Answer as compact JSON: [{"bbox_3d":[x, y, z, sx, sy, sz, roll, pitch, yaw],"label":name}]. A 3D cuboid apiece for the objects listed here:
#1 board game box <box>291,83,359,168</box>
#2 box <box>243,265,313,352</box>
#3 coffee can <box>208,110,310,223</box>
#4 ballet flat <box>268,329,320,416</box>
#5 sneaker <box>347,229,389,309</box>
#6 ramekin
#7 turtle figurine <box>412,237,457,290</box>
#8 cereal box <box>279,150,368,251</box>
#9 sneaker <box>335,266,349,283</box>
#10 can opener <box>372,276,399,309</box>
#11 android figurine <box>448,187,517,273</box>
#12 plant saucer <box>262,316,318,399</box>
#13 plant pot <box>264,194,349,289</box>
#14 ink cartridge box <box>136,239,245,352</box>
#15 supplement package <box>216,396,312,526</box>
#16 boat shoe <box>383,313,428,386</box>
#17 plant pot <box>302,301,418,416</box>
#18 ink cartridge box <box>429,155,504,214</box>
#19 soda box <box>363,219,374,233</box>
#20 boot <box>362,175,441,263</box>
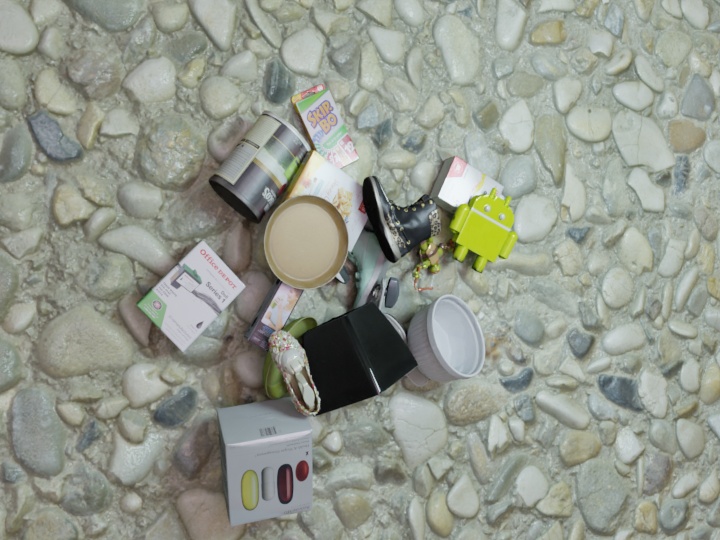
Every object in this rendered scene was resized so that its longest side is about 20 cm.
[{"bbox_3d":[-0.085,-0.342,1.614,0.094,0.030,0.204,-27,95,-17],"label":"board game box"},{"bbox_3d":[-0.188,0.081,1.524,0.059,0.116,0.203,31,81,-12],"label":"box"},{"bbox_3d":[-0.224,-0.231,1.501,0.146,0.146,0.202,39,78,-13],"label":"coffee can"},{"bbox_3d":[-0.130,0.218,1.407,0.075,0.064,0.204,-30,109,-18],"label":"ballet flat"},{"bbox_3d":[0.000,0.000,1.623,0.116,0.073,0.205,27,104,23],"label":"sneaker"},{"bbox_3d":[0.202,0.172,1.619,0.197,0.104,0.205,24,54,-36],"label":"ramekin"},{"bbox_3d":[0.177,-0.058,1.668,0.198,0.064,0.165,-35,120,-28],"label":"turtle figurine"},{"bbox_3d":[-0.069,-0.155,1.517,0.198,0.039,0.147,32,82,-27],"label":"cereal box"},{"bbox_3d":[-0.065,-0.068,1.582,0.083,0.074,0.204,-27,97,-8],"label":"sneaker"},{"bbox_3d":[0.045,0.114,1.591,0.065,0.053,0.205,12,110,-8],"label":"can opener"},{"bbox_3d":[0.308,-0.103,1.665,0.179,0.041,0.204,27,93,-16],"label":"android figurine"},{"bbox_3d":[-0.163,0.190,1.510,0.031,0.200,0.203,25,79,20],"label":"plant saucer"},{"bbox_3d":[-0.119,-0.062,1.464,0.195,0.027,0.207,-2,95,-24],"label":"plant pot"},{"bbox_3d":[-0.371,0.053,1.479,0.146,0.084,0.200,46,77,-12],"label":"ink cartridge box"},{"bbox_3d":[-0.208,0.411,1.461,0.186,0.147,0.206,-6,111,-17],"label":"supplement package"},{"bbox_3d":[0.111,0.187,1.648,0.202,0.073,0.060,53,33,0],"label":"boat shoe"},{"bbox_3d":[-0.018,0.187,1.505,0.198,0.197,0.182,-22,89,-58],"label":"plant pot"},{"bbox_3d":[0.286,-0.189,1.709,0.197,0.067,0.119,27,82,-17],"label":"ink cartridge box"},{"bbox_3d":[0.018,-0.136,1.620,0.198,0.068,0.064,33,78,-14],"label":"soda box"},{"bbox_3d":[0.096,-0.138,1.537,0.148,0.073,0.205,-25,100,-21],"label":"boot"}]
